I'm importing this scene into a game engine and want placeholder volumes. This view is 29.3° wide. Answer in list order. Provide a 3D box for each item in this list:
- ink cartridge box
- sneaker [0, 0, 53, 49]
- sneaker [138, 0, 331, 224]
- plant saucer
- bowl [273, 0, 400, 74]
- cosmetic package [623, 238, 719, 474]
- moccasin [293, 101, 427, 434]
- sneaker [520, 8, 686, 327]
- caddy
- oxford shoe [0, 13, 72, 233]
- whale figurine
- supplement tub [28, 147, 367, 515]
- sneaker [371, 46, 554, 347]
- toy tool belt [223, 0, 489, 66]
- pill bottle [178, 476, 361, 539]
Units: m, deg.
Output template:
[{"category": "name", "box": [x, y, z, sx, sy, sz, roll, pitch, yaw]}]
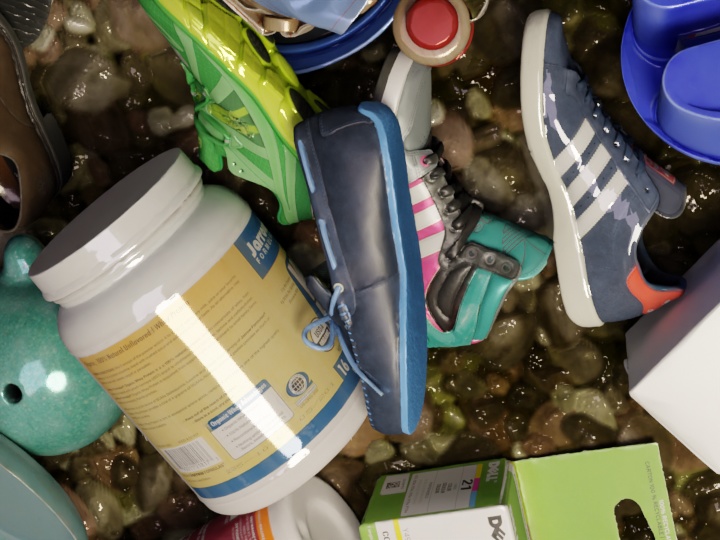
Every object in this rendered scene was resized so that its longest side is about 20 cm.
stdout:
[{"category": "ink cartridge box", "box": [0.115, 0.207, 0.935, 0.199, 0.076, 0.149, -11, 105, 14]}, {"category": "sneaker", "box": [-0.218, -0.217, 0.877, 0.074, 0.089, 0.200, 21, 135, -23]}, {"category": "sneaker", "box": [-0.077, -0.101, 0.839, 0.083, 0.074, 0.200, -27, 116, 23]}, {"category": "plant saucer", "box": [-0.268, 0.151, 0.964, 0.199, 0.027, 0.201, 22, 146, 16]}, {"category": "bowl", "box": [-0.053, -0.223, 0.854, 0.199, 0.039, 0.202, 3, 107, 9]}, {"category": "cosmetic package", "box": [0.255, 0.014, 0.835, 0.081, 0.113, 0.200, 39, 111, -3]}, {"category": "moccasin", "box": [0.000, 0.000, 0.828, 0.068, 0.080, 0.201, -4, 99, 13]}, {"category": "sneaker", "box": [0.153, -0.066, 0.844, 0.084, 0.075, 0.201, -10, 108, 20]}, {"category": "caddy", "box": [0.247, -0.143, 0.791, 0.199, 0.105, 0.142, -15, 76, 14]}, {"category": "oxford shoe", "box": [-0.251, -0.110, 0.867, 0.072, 0.085, 0.201, -13, 124, 24]}, {"category": "whale figurine", "box": [-0.252, 0.052, 0.937, 0.199, 0.104, 0.160, 22, 110, 1]}, {"category": "supplement tub", "box": [-0.099, 0.038, 0.873, 0.144, 0.145, 0.200, -33, 108, 17]}, {"category": "sneaker", "box": [0.063, -0.036, 0.865, 0.120, 0.084, 0.201, 8, 116, 13]}, {"category": "toy tool belt", "box": [-0.023, -0.183, 0.765, 0.200, 0.123, 0.125, 38, 99, 0]}, {"category": "pill bottle", "box": [-0.095, 0.235, 0.961, 0.199, 0.114, 0.114, -34, 98, 18]}]
